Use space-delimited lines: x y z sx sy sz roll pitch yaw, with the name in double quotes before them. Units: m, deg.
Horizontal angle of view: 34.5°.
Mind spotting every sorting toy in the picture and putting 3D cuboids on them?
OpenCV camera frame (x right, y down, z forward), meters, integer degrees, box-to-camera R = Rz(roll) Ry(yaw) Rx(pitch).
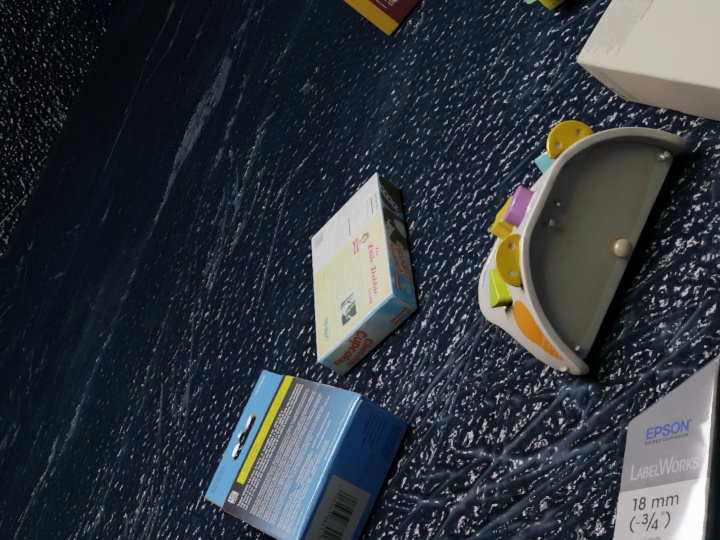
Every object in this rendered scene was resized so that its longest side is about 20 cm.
"sorting toy" 0.150 -0.025 0.954 0.201 0.106 0.180 -64 9 -11

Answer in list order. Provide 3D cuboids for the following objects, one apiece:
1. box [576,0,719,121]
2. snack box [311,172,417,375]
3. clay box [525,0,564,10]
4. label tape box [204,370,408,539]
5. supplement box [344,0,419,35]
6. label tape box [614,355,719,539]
"box" 0.263 -0.170 0.912 0.083 0.068 0.200 -57 28 3
"snack box" 0.000 0.000 1.213 0.116 0.037 0.201 -44 31 28
"clay box" 0.224 -0.356 1.187 0.115 0.047 0.202 -31 39 42
"label tape box" -0.055 0.181 1.093 0.199 0.063 0.145 5 67 60
"supplement box" 0.020 -0.453 1.464 0.200 0.196 0.133 -46 30 20
"label tape box" 0.205 0.134 0.603 0.063 0.144 0.202 -25 41 49
